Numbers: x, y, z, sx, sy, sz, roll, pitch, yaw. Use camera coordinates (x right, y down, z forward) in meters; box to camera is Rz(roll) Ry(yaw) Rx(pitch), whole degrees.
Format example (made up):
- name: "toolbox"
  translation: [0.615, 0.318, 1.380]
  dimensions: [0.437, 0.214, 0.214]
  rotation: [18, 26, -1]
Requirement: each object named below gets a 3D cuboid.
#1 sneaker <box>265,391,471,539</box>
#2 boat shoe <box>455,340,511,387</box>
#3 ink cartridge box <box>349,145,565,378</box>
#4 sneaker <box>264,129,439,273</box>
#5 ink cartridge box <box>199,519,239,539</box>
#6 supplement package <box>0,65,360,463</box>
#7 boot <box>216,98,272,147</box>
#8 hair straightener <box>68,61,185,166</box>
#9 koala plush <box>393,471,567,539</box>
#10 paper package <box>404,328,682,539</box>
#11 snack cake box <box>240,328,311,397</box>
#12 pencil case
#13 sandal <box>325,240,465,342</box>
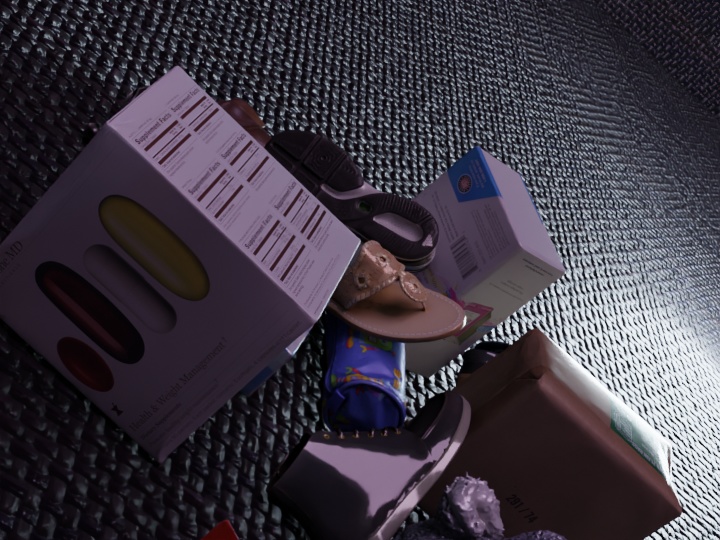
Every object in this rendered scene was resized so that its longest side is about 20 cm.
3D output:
- name: "sneaker"
  translation: [0.012, 0.149, 1.054]
  dimensions: [0.106, 0.075, 0.200]
  rotation: [44, 51, -4]
- name: "boat shoe"
  translation: [0.152, 0.107, 1.341]
  dimensions: [0.200, 0.074, 0.063]
  rotation: [3, 90, -68]
- name: "ink cartridge box"
  translation: [0.094, -0.006, 1.299]
  dimensions: [0.084, 0.200, 0.145]
  rotation: [26, 34, -43]
- name: "sneaker"
  translation: [-0.013, -0.055, 1.246]
  dimensions: [0.200, 0.076, 0.115]
  rotation: [34, -15, 12]
- name: "ink cartridge box"
  translation: [-0.091, 0.272, 0.703]
  dimensions: [0.200, 0.162, 0.057]
  rotation: [56, 23, 15]
- name: "supplement package"
  translation: [-0.146, -0.005, 0.949]
  dimensions: [0.200, 0.191, 0.147]
  rotation: [43, 27, -8]
- name: "boot"
  translation: [-0.124, -0.093, 1.238]
  dimensions: [0.186, 0.064, 0.200]
  rotation: [42, 24, 8]
- name: "hair straightener"
  translation: [-0.216, -0.136, 1.141]
  dimensions: [0.077, 0.041, 0.200]
  rotation: [14, 46, 13]
- name: "koala plush"
  translation: [0.095, 0.263, 1.000]
  dimensions: [0.200, 0.177, 0.184]
  rotation: [34, 19, -25]
- name: "paper package"
  translation: [0.165, 0.183, 1.164]
  dimensions: [0.200, 0.190, 0.104]
  rotation: [42, 28, -15]
- name: "snack cake box"
  translation: [-0.132, 0.000, 1.101]
  dimensions: [0.200, 0.067, 0.115]
  rotation: [45, 26, -6]
- name: "pencil case"
  translation: [0.002, 0.073, 1.190]
  dimensions: [0.086, 0.078, 0.201]
  rotation: [22, 35, -16]
- name: "sandal"
  translation: [-0.003, 0.003, 1.160]
  dimensions: [0.211, 0.070, 0.078]
  rotation: [17, 43, 30]
